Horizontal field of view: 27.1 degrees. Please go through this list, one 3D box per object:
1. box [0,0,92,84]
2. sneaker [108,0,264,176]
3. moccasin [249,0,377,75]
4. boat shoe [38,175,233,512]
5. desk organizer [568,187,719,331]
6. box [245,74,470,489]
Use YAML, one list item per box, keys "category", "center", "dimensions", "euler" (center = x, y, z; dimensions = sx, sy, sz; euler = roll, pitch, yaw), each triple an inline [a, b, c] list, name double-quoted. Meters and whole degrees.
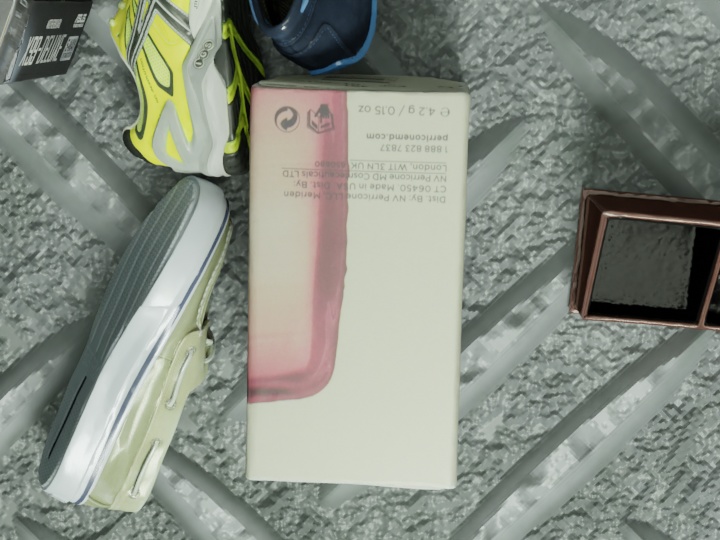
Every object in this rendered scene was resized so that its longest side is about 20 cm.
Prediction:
- category: "box"
  center: [-0.251, -0.154, 0.755]
  dimensions: [0.199, 0.158, 0.050]
  euler: [22, 100, 0]
- category: "sneaker"
  center: [-0.098, -0.149, 0.793]
  dimensions: [0.076, 0.075, 0.201]
  euler: [-2, 93, 16]
- category: "moccasin"
  center: [-0.033, -0.200, 0.749]
  dimensions: [0.080, 0.068, 0.201]
  euler: [-23, 71, 27]
- category: "boat shoe"
  center: [-0.115, 0.043, 0.835]
  dimensions: [0.062, 0.072, 0.200]
  euler: [21, 104, -26]
- category: "desk organizer"
  center: [0.218, 0.004, 0.799]
  dimensions: [0.199, 0.077, 0.072]
  euler: [5, 99, 2]
- category: "box"
  center: [0.000, 0.000, 0.784]
  dimensions: [0.109, 0.128, 0.201]
  euler: [2, 99, 3]
